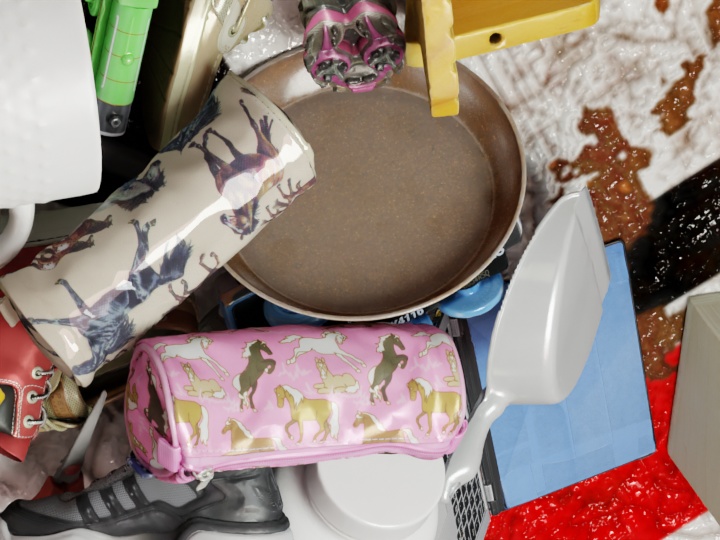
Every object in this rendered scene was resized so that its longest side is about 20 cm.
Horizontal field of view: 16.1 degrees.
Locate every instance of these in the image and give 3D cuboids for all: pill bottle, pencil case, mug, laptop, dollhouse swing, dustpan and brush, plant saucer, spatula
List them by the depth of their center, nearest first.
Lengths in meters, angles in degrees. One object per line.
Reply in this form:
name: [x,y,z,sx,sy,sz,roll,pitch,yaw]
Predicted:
mug: [-0.241,-0.080,1.419,0.174,0.148,0.201,-9,121,-12]
pencil case: [-0.117,-0.023,1.449,0.200,0.089,0.078,-42,123,-2]
dollhouse swing: [0.092,-0.208,1.452,0.181,0.176,0.201,-14,122,-13]
pencil case: [-0.035,0.075,1.457,0.199,0.083,0.087,-4,96,-28]
plant saucer: [-0.001,-0.049,1.515,0.199,0.201,0.035,-20,149,-8]
spatula: [-0.096,-0.049,1.560,0.199,0.021,0.057,20,111,-43]
pill bottle: [-0.016,0.162,1.591,0.111,0.112,0.200,-2,152,-20]
dustpan and brush: [0.100,0.059,1.598,0.057,0.201,0.140,9,155,18]
laptop: [0.114,0.112,1.696,0.115,0.200,0.188,0,126,19]

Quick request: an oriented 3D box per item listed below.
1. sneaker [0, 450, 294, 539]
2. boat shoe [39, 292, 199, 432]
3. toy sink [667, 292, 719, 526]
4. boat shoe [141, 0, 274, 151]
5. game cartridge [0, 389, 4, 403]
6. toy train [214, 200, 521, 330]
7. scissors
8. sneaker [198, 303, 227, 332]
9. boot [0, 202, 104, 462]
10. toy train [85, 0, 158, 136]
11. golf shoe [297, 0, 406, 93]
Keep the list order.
sneaker: [-0.132,0.122,1.540,0.199,0.075,0.115,-1,91,24]
boat shoe: [-0.190,0.061,1.569,0.199,0.074,0.076,-28,125,-4]
toy sink: [0.330,0.089,1.763,0.199,0.112,0.131,-6,122,-18]
boat shoe: [-0.079,-0.160,1.482,0.065,0.072,0.201,8,111,-23]
game cartridge: [-0.304,0.008,1.424,0.032,0.199,0.177,-51,128,-21]
toy train: [0.000,0.000,1.567,0.199,0.114,0.087,-29,132,-13]
scissors: [-0.189,0.131,1.592,0.073,0.014,0.200,-19,156,-15]
sneaker: [-0.103,0.112,1.646,0.074,0.106,0.201,19,84,-6]
boot: [-0.170,0.037,1.516,0.199,0.072,0.145,-9,80,-7]
toy train: [-0.132,-0.167,1.464,0.042,0.056,0.201,2,118,-22]
golf shoe: [-0.016,-0.191,1.443,0.072,0.092,0.200,-8,147,-3]
